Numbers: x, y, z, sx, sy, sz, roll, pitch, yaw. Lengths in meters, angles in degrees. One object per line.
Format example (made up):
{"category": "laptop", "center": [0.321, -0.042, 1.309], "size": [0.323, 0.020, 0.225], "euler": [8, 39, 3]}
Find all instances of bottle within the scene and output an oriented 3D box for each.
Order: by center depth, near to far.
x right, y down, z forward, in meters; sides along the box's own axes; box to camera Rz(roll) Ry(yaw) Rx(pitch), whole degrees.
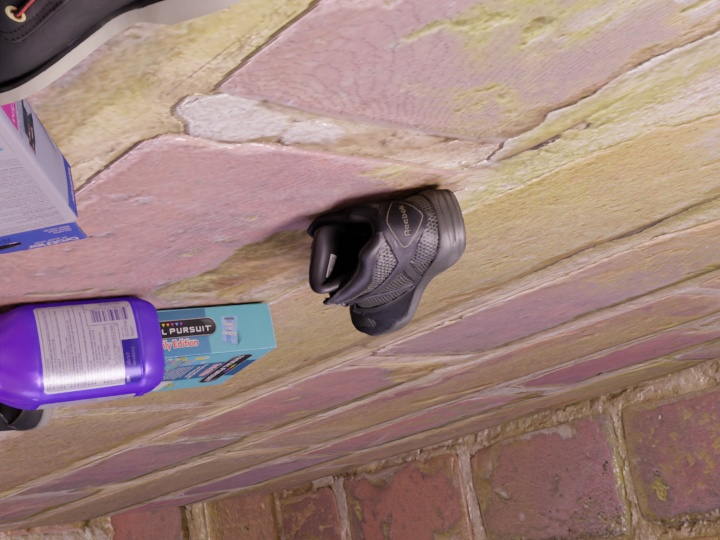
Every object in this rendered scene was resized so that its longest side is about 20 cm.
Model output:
{"category": "bottle", "center": [-0.261, 0.070, 0.900], "size": [0.197, 0.085, 0.065], "euler": [-5, 165, -30]}

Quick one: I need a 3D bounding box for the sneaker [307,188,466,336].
{"category": "sneaker", "center": [0.000, 0.000, 0.876], "size": [0.112, 0.078, 0.200], "euler": [-6, 161, -18]}

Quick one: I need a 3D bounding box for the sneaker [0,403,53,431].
{"category": "sneaker", "center": [-0.360, 0.123, 1.033], "size": [0.105, 0.076, 0.199], "euler": [-5, 166, -36]}

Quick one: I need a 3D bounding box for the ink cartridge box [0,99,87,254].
{"category": "ink cartridge box", "center": [-0.218, -0.050, 0.564], "size": [0.117, 0.043, 0.200], "euler": [-11, 163, -4]}

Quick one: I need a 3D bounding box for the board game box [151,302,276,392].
{"category": "board game box", "center": [-0.201, 0.080, 1.063], "size": [0.197, 0.048, 0.151], "euler": [-4, 163, -31]}

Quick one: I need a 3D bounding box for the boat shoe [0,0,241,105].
{"category": "boat shoe", "center": [-0.099, -0.112, 0.391], "size": [0.199, 0.074, 0.063], "euler": [-12, 134, 42]}
